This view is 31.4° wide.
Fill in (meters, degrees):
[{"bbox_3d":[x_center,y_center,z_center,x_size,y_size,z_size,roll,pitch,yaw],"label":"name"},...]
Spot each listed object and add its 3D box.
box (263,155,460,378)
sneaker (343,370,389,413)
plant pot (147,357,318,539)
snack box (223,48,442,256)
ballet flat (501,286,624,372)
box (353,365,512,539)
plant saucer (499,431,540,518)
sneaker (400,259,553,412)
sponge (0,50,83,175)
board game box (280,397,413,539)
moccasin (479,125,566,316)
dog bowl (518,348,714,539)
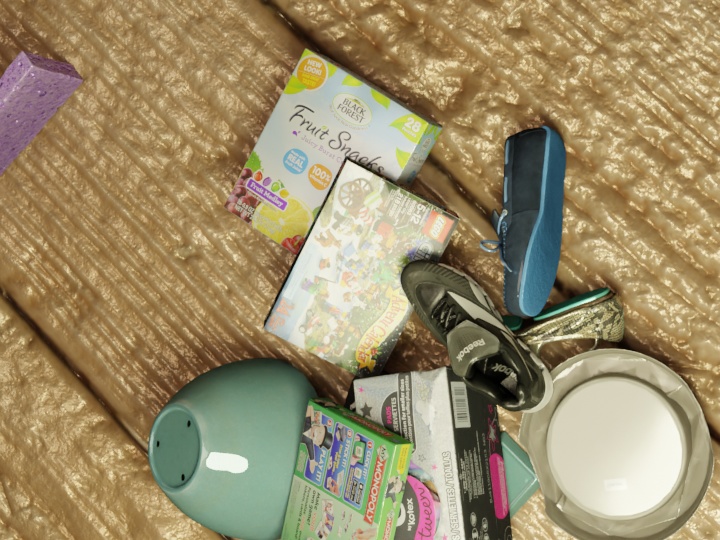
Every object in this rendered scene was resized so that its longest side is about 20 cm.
[{"bbox_3d":[0.000,0.000,1.354,0.135,0.038,0.202,26,100,-7],"label":"box"},{"bbox_3d":[-0.003,0.207,1.393,0.073,0.088,0.203,9,92,21],"label":"sneaker"},{"bbox_3d":[-0.151,0.193,1.385,0.198,0.134,0.204,-7,79,43],"label":"plant pot"},{"bbox_3d":[-0.032,-0.114,1.409,0.167,0.068,0.202,31,100,15],"label":"snack box"},{"bbox_3d":[0.180,0.073,1.339,0.197,0.068,0.076,-12,98,17],"label":"ballet flat"},{"bbox_3d":[0.074,0.206,1.325,0.113,0.132,0.203,-11,81,27],"label":"box"},{"bbox_3d":[0.114,0.271,1.387,0.070,0.019,0.201,43,105,15],"label":"plant saucer"},{"bbox_3d":[0.110,0.065,1.275,0.200,0.090,0.067,47,107,10],"label":"sneaker"},{"bbox_3d":[-0.428,-0.173,1.530,0.200,0.111,0.030,-45,78,14],"label":"sponge"},{"bbox_3d":[-0.020,0.248,1.296,0.134,0.029,0.203,21,103,43],"label":"board game box"},{"bbox_3d":[0.171,-0.049,1.333,0.067,0.080,0.203,0,68,32],"label":"moccasin"},{"bbox_3d":[0.263,0.180,1.310,0.197,0.059,0.204,0,91,21],"label":"dog bowl"}]
